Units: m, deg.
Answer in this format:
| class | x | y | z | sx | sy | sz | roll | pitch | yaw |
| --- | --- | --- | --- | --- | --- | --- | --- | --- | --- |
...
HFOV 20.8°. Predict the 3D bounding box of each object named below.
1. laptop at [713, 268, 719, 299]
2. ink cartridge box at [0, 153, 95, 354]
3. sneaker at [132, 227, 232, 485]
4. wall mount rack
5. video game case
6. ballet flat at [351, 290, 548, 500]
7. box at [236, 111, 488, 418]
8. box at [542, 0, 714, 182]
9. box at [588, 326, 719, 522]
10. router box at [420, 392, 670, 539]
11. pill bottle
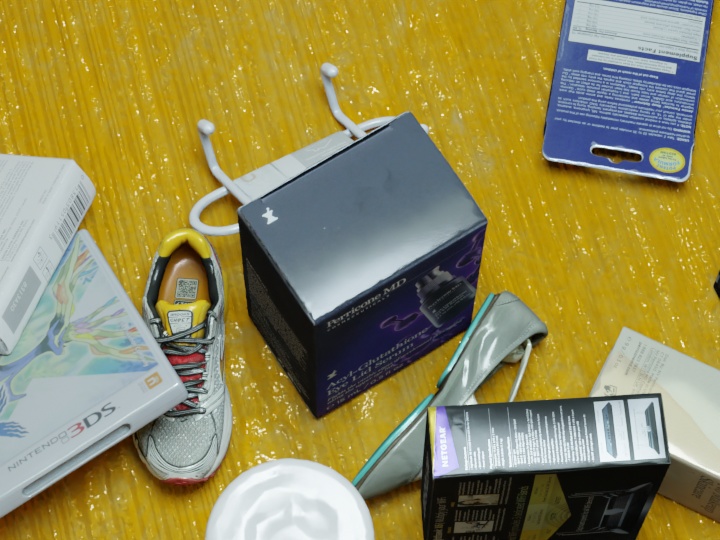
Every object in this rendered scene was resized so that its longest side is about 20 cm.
| class | x | y | z | sx | sy | sz | roll | pitch | yaw |
| --- | --- | --- | --- | --- | --- | --- | --- | --- | --- |
| laptop | 0.334 | -0.021 | 1.435 | 0.115 | 0.187 | 0.201 | -20 | 68 | -8 |
| ink cartridge box | -0.323 | -0.020 | 1.507 | 0.199 | 0.050 | 0.161 | 4 | 53 | 27 |
| sneaker | -0.137 | 0.062 | 1.460 | 0.077 | 0.082 | 0.201 | -3 | 67 | -1 |
| wall mount rack | -0.036 | -0.086 | 1.491 | 0.199 | 0.075 | 0.174 | -26 | 35 | -16 |
| video game case | -0.241 | 0.076 | 1.436 | 0.182 | 0.022 | 0.200 | -32 | 45 | -6 |
| ballet flat | 0.071 | 0.104 | 1.452 | 0.064 | 0.067 | 0.200 | 37 | 72 | 3 |
| box | 0.000 | 0.000 | 1.421 | 0.148 | 0.200 | 0.105 | -31 | 71 | -12 |
| box | 0.216 | -0.162 | 1.581 | 0.120 | 0.032 | 0.201 | 10 | 66 | 5 |
| box | 0.261 | 0.128 | 1.424 | 0.199 | 0.095 | 0.078 | 25 | 70 | 12 |
| router box | 0.122 | 0.145 | 1.359 | 0.156 | 0.200 | 0.053 | -4 | 66 | -2 |
| pill bottle | -0.044 | 0.208 | 1.332 | 0.110 | 0.200 | 0.111 | 0 | 67 | 1 |
